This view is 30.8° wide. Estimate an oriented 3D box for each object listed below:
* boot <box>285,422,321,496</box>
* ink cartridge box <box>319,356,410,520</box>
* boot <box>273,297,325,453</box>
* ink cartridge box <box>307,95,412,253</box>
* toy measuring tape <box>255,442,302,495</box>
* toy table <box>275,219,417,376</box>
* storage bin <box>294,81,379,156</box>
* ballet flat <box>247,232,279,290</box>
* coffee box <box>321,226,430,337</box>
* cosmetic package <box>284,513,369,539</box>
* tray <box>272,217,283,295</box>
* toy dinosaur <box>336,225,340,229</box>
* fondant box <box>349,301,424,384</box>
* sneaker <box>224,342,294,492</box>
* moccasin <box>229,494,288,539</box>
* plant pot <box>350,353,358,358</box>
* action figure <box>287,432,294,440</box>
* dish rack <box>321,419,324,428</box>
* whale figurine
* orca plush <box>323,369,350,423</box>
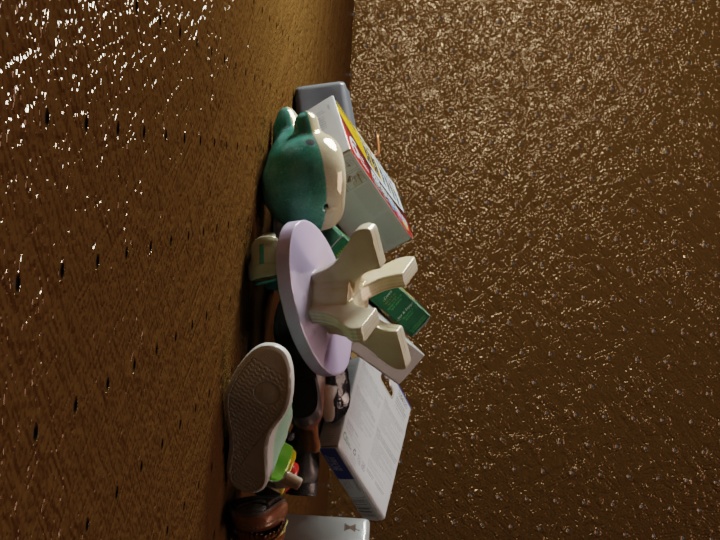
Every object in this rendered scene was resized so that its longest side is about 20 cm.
[{"bbox_3d":[-0.085,0.240,1.914,0.200,0.069,0.133,-148,-116,-73],"label":"boot"},{"bbox_3d":[0.008,0.230,1.926,0.197,0.043,0.201,62,33,-42],"label":"ink cartridge box"},{"bbox_3d":[-0.067,0.128,1.719,0.200,0.068,0.191,81,-1,-72],"label":"boot"},{"bbox_3d":[-0.019,-0.144,1.901,0.200,0.083,0.177,53,14,-42],"label":"ink cartridge box"},{"bbox_3d":[-0.099,0.235,1.588,0.200,0.073,0.075,150,-54,-68],"label":"toy measuring tape"},{"bbox_3d":[-0.014,0.033,1.575,0.201,0.116,0.185,67,32,-32],"label":"toy table"},{"bbox_3d":[-0.044,-0.229,2.114,0.200,0.144,0.136,-56,139,-86],"label":"storage bin"},{"bbox_3d":[-0.106,-0.014,1.649,0.200,0.069,0.070,47,46,-86],"label":"ballet flat"},{"bbox_3d":[0.000,0.000,1.786,0.200,0.044,0.123,42,2,-36],"label":"coffee box"},{"bbox_3d":[-0.074,0.460,1.771,0.168,0.164,0.202,-84,177,-60],"label":"cosmetic package"},{"bbox_3d":[-0.111,-0.064,1.876,0.107,0.022,0.203,52,42,-86],"label":"tray"},{"bbox_3d":[-0.060,-0.067,1.934,0.201,0.104,0.183,78,-6,-56],"label":"toy dinosaur"},{"bbox_3d":[-0.019,0.053,1.777,0.200,0.058,0.144,44,3,39],"label":"fondant box"},{"bbox_3d":[-0.110,0.141,1.494,0.119,0.073,0.202,-72,176,-56],"label":"sneaker"},{"bbox_3d":[-0.124,0.312,1.569,0.202,0.073,0.079,118,-33,-72],"label":"moccasin"},{"bbox_3d":[-0.054,0.154,2.053,0.199,0.027,0.202,28,-53,45],"label":"plant pot"},{"bbox_3d":[-0.116,0.200,1.800,0.200,0.054,0.120,-97,-173,-79],"label":"action figure"},{"bbox_3d":[-0.071,0.192,2.009,0.200,0.054,0.155,-153,-127,-70],"label":"dish rack"},{"bbox_3d":[-0.089,-0.134,1.707,0.201,0.103,0.161,-120,-152,-47],"label":"whale figurine"},{"bbox_3d":[-0.048,0.106,1.828,0.202,0.070,0.105,64,-28,14],"label":"orca plush"}]
